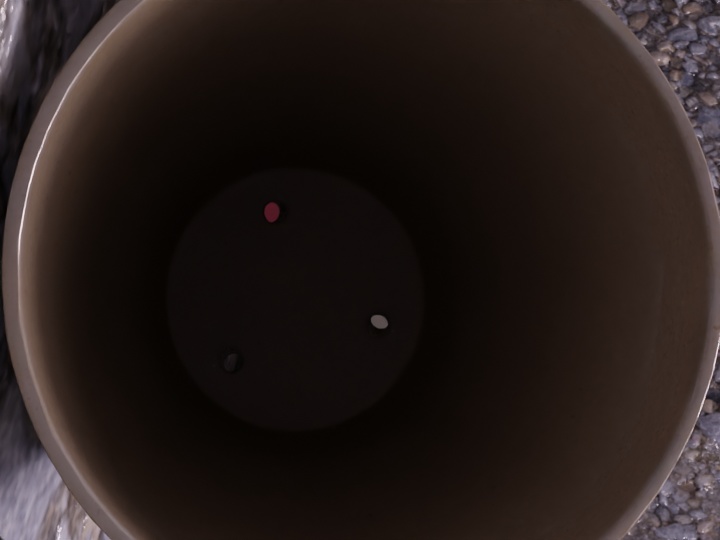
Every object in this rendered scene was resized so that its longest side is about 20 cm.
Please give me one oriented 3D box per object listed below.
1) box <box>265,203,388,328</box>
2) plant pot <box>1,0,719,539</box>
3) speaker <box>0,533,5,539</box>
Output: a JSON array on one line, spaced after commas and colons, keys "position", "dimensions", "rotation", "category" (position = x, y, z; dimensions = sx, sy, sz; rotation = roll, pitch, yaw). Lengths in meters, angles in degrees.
[{"position": [0.020, -0.069, 0.865], "dimensions": [0.128, 0.108, 0.201], "rotation": [-62, 164, -65], "category": "box"}, {"position": [-0.011, 0.007, 0.616], "dimensions": [0.200, 0.186, 0.189], "rotation": [157, -52, -81], "category": "plant pot"}, {"position": [-0.111, 0.140, 0.389], "dimensions": [0.081, 0.081, 0.201], "rotation": [-62, 165, -62], "category": "speaker"}]
